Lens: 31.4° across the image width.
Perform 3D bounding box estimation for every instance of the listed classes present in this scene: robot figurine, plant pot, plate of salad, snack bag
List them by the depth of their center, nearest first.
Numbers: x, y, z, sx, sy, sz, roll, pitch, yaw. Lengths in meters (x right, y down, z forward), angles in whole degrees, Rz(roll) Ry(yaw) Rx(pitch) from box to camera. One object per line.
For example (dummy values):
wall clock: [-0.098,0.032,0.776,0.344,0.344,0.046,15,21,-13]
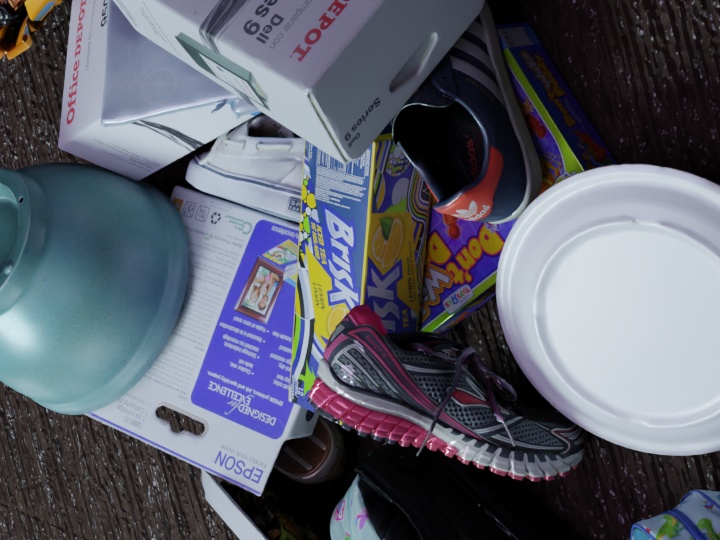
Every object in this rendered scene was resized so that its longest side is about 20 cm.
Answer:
plate of salad: [0.181,0.024,0.798,0.198,0.048,0.202,14,124,22]
snack bag: [-0.085,-0.185,0.855,0.197,0.021,0.191,-11,64,14]
plant pot: [-0.252,-0.001,1.007,0.198,0.134,0.203,-14,64,31]
plate of salad: [-0.058,0.216,1.007,0.200,0.048,0.200,47,169,12]
robot figurine: [-0.265,-0.251,1.075,0.058,0.146,0.199,38,137,-20]

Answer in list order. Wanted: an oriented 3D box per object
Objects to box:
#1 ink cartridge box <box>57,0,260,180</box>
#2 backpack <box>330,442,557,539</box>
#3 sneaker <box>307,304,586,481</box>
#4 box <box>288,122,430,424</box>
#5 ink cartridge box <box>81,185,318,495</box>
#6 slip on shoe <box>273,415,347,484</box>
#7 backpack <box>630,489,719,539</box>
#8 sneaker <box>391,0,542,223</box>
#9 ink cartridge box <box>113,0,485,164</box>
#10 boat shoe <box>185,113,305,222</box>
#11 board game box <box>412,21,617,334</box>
ink cartridge box: [-0.139,-0.175,0.972,0.199,0.084,0.147,-22,58,41]
backpack: [0.061,0.214,0.894,0.200,0.166,0.127,49,129,28]
sneaker: [0.067,0.085,0.843,0.076,0.198,0.081,-70,22,4]
box: [0.000,0.000,0.882,0.064,0.070,0.203,19,113,37]
ink cartridge box: [-0.105,0.051,1.002,0.196,0.043,0.202,18,82,33]
slip on shoe: [-0.084,0.099,1.042,0.199,0.061,0.076,37,91,26]
backpack: [0.223,0.231,0.764,0.152,0.163,0.203,15,103,-9]
sneaker: [0.044,-0.123,0.804,0.075,0.084,0.202,-37,71,40]
ink cartridge box: [-0.044,-0.180,0.777,0.199,0.084,0.146,33,79,29]
boat shoe: [-0.072,-0.090,0.965,0.201,0.074,0.087,20,92,64]
board game box: [0.073,-0.054,0.884,0.200,0.045,0.135,-41,74,39]
